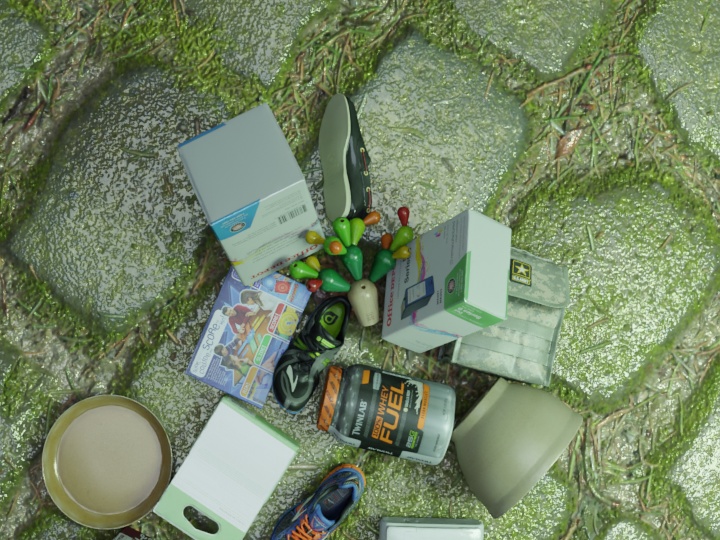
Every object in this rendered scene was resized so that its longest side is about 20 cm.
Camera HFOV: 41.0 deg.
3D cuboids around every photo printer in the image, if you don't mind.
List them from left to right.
[{"bbox_3d":[0.107,0.487,1.483,0.163,0.069,0.205,2,89,-4],"label":"photo printer"}]

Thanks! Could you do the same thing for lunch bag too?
[{"bbox_3d":[0.225,0.062,1.482,0.161,0.118,0.204,15,83,-7],"label":"lunch bag"}]

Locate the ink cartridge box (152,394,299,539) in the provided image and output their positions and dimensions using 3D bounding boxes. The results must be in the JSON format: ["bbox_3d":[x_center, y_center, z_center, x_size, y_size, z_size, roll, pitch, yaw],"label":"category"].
[{"bbox_3d":[-0.204,0.316,1.477,0.144,0.048,0.202,33,87,-2],"label":"ink cartridge box"}]

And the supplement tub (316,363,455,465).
[{"bbox_3d":[0.037,0.214,1.459,0.196,0.123,0.125,13,88,-3],"label":"supplement tub"}]

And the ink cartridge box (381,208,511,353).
[{"bbox_3d":[0.123,0.020,1.412,0.086,0.199,0.148,21,61,-27],"label":"ink cartridge box"}]

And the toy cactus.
[{"bbox_3d":[0.000,0.000,1.423,0.197,0.102,0.168,-22,107,-22],"label":"toy cactus"}]

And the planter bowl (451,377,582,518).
[{"bbox_3d":[0.218,0.247,1.442,0.135,0.200,0.201,43,86,7],"label":"planter bowl"}]

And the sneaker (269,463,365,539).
[{"bbox_3d":[-0.071,0.379,1.469,0.075,0.078,0.201,40,86,-1],"label":"sneaker"}]

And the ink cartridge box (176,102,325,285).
[{"bbox_3d":[-0.153,-0.105,1.398,0.145,0.201,0.148,-25,64,-5],"label":"ink cartridge box"}]

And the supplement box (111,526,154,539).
[{"bbox_3d":[-0.382,0.492,1.430,0.060,0.109,0.203,26,88,-1],"label":"supplement box"}]

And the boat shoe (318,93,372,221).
[{"bbox_3d":[-0.021,-0.173,1.500,0.062,0.073,0.206,5,76,-39],"label":"boat shoe"}]

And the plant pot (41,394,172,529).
[{"bbox_3d":[-0.386,0.291,1.476,0.195,0.027,0.205,0,88,-5],"label":"plant pot"}]

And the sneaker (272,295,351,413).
[{"bbox_3d":[-0.072,0.119,1.450,0.070,0.083,0.202,31,67,-5],"label":"sneaker"}]

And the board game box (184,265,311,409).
[{"bbox_3d":[-0.172,0.093,1.491,0.133,0.034,0.203,24,86,-3],"label":"board game box"}]
